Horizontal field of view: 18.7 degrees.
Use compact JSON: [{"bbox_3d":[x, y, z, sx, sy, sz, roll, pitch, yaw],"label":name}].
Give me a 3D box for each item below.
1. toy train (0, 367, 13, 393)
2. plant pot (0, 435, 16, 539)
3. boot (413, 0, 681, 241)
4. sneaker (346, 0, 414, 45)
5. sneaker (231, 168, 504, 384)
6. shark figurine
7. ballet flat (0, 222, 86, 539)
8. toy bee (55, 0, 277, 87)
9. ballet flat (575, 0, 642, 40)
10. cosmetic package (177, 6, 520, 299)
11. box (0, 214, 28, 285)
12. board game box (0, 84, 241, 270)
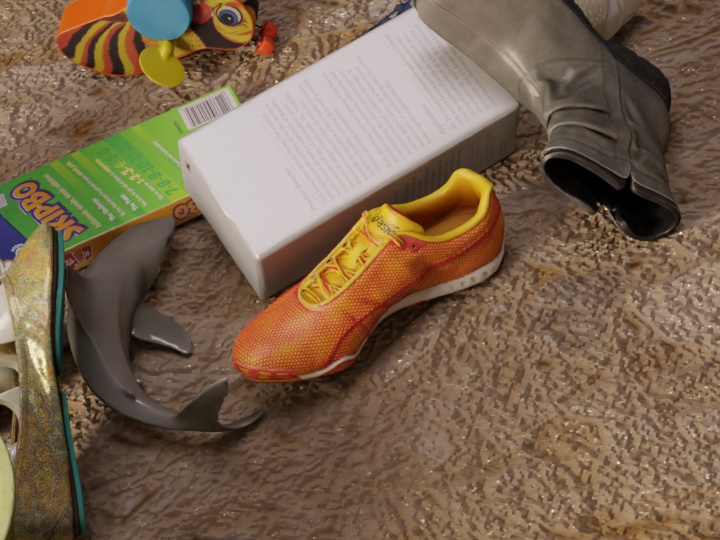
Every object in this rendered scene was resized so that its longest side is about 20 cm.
[{"bbox_3d":[-0.304,0.054,1.405,0.116,0.085,0.200,-31,44,-27],"label":"toy train"},{"bbox_3d":[-0.247,0.196,1.158,0.200,0.190,0.200,-9,44,9],"label":"plant pot"},{"bbox_3d":[0.121,-0.107,1.357,0.068,0.200,0.131,-46,25,35],"label":"boot"},{"bbox_3d":[0.041,-0.174,1.510,0.200,0.082,0.070,-28,44,-10],"label":"sneaker"},{"bbox_3d":[0.000,0.000,1.346,0.200,0.077,0.073,-34,44,-22],"label":"sneaker"},{"bbox_3d":[-0.153,0.038,1.363,0.128,0.090,0.215,-25,42,-4],"label":"shark figurine"},{"bbox_3d":[-0.203,0.067,1.307,0.071,0.071,0.200,-9,76,10],"label":"ballet flat"},{"bbox_3d":[-0.118,-0.181,1.575,0.200,0.109,0.131,-9,47,47],"label":"toy bee"},{"bbox_3d":[0.172,-0.209,1.517,0.062,0.067,0.200,6,48,11],"label":"ballet flat"},{"bbox_3d":[-0.007,-0.080,1.418,0.200,0.071,0.101,-30,69,-13],"label":"cosmetic package"},{"bbox_3d":[-0.300,-0.029,1.370,0.200,0.032,0.121,41,48,15],"label":"box"},{"bbox_3d":[-0.163,-0.056,1.501,0.200,0.030,0.096,-22,43,-7],"label":"board game box"}]
